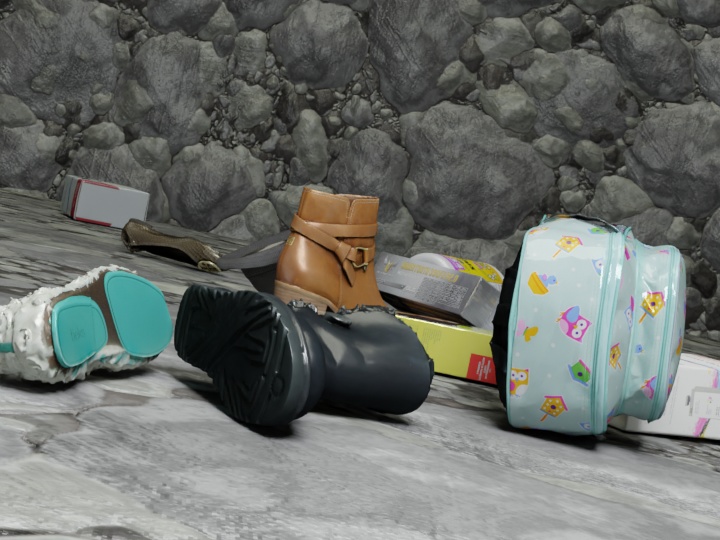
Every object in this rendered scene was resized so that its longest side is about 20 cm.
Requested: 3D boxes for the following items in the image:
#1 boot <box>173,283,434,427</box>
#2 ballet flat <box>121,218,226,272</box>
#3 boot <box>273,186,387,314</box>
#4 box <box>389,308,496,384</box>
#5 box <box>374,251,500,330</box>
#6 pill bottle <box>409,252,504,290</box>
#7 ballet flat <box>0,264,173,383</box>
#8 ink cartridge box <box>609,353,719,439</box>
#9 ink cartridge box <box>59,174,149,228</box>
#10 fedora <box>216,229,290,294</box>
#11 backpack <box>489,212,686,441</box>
[{"bbox_3d":[-0.018,0.060,0.850,0.167,0.077,0.200,11,3,-27],"label":"boot"},{"bbox_3d":[-0.285,-0.029,1.937,0.198,0.047,0.068,19,-26,24],"label":"ballet flat"},{"bbox_3d":[0.000,0.000,1.332,0.199,0.157,0.073,10,3,-44],"label":"boot"},{"bbox_3d":[0.113,0.083,1.270,0.198,0.051,0.075,13,3,-3],"label":"box"},{"bbox_3d":[0.117,0.050,1.423,0.158,0.049,0.199,36,-11,-30],"label":"box"},{"bbox_3d":[0.139,0.036,1.766,0.104,0.105,0.199,14,3,37],"label":"pill bottle"},{"bbox_3d":[-0.183,0.034,0.809,0.071,0.073,0.200,13,2,12],"label":"ballet flat"},{"bbox_3d":[0.299,0.114,1.205,0.198,0.068,0.116,9,3,-27],"label":"ink cartridge box"},{"bbox_3d":[-0.533,-0.141,2.642,0.144,0.084,0.200,10,4,-23],"label":"ink cartridge box"},{"bbox_3d":[-0.062,0.000,1.455,0.199,0.091,0.176,-14,8,44],"label":"fedora"},{"bbox_3d":[0.181,0.046,1.017,0.152,0.178,0.200,9,5,21],"label":"backpack"}]
